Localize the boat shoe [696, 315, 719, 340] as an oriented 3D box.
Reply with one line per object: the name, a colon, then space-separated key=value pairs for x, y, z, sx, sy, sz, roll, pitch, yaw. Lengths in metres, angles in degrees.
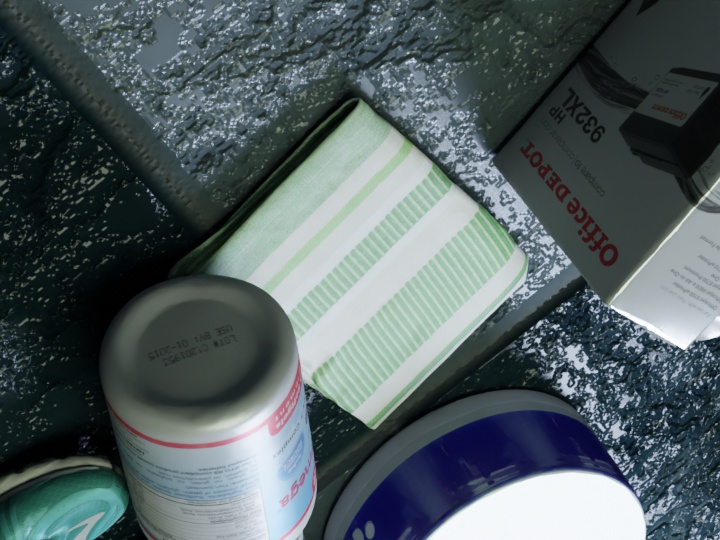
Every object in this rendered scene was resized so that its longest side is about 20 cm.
boat shoe: x=0.218 y=0.013 z=1.626 sx=0.199 sy=0.074 sz=0.066 roll=14 pitch=114 yaw=-38

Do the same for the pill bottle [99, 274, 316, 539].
pill bottle: x=-0.081 y=0.101 z=1.483 sx=0.108 sy=0.109 sz=0.200 roll=-23 pitch=145 yaw=-12

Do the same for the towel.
towel: x=0.000 y=0.000 z=1.518 sx=0.153 sy=0.023 sz=0.200 roll=-44 pitch=135 yaw=8

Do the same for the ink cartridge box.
ink cartridge box: x=0.190 y=-0.080 z=1.475 sx=0.084 sy=0.145 sz=0.200 roll=27 pitch=110 yaw=-43

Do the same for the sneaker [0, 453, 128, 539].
sneaker: x=-0.210 y=0.183 z=1.504 sx=0.200 sy=0.080 sz=0.078 roll=-38 pitch=137 yaw=2

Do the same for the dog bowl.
dog bowl: x=0.080 y=0.177 z=1.680 sx=0.199 sy=0.079 sz=0.201 roll=-17 pitch=134 yaw=-18
